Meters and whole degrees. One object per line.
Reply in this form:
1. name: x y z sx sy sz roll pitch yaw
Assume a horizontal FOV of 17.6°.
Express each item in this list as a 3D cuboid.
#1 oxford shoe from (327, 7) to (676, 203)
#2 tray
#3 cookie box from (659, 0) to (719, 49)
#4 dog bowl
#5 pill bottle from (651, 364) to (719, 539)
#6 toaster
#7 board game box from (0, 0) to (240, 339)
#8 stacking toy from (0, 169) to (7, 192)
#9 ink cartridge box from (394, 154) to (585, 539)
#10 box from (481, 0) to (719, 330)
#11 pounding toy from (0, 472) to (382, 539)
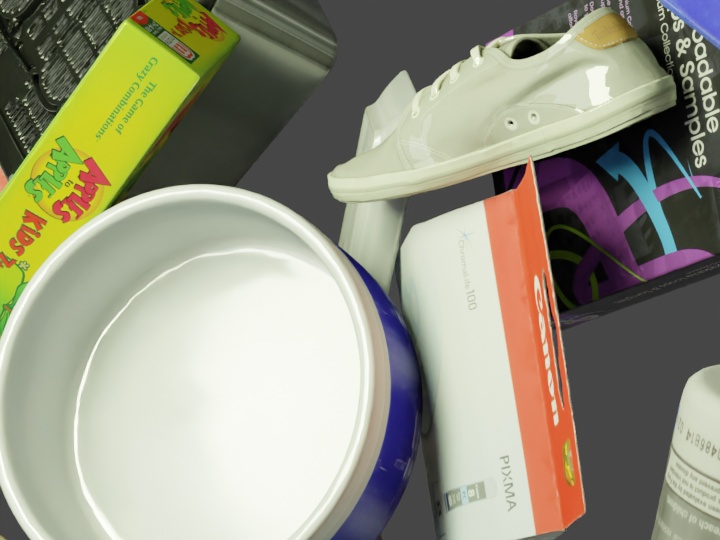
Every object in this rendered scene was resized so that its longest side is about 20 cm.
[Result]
1. oxford shoe: 0.058 -0.074 1.062 0.200 0.075 0.058 -18 96 46
2. tray: 0.000 0.000 1.207 0.107 0.022 0.200 -101 21 -74
3. cookie box: 0.228 -0.142 0.864 0.171 0.075 0.200 48 116 43
4. dog bowl: -0.074 0.064 1.118 0.200 0.079 0.201 -5 75 19
5. pill bottle: 0.166 0.148 0.937 0.114 0.114 0.200 27 111 51
6. toaster: -0.127 -0.139 1.307 0.200 0.119 0.181 -49 48 18
7. board game box: -0.145 -0.046 1.182 0.200 0.048 0.102 -52 3 19
8. stacking toy: -0.245 -0.030 1.428 0.146 0.200 0.146 -28 58 58
9. ink cartridge box: 0.057 0.048 1.072 0.200 0.047 0.160 109 154 -77
10. box: 0.132 -0.064 1.055 0.200 0.036 0.143 -24 71 51
11. pounding toy: -0.103 0.185 1.236 0.142 0.200 0.184 -33 63 50
